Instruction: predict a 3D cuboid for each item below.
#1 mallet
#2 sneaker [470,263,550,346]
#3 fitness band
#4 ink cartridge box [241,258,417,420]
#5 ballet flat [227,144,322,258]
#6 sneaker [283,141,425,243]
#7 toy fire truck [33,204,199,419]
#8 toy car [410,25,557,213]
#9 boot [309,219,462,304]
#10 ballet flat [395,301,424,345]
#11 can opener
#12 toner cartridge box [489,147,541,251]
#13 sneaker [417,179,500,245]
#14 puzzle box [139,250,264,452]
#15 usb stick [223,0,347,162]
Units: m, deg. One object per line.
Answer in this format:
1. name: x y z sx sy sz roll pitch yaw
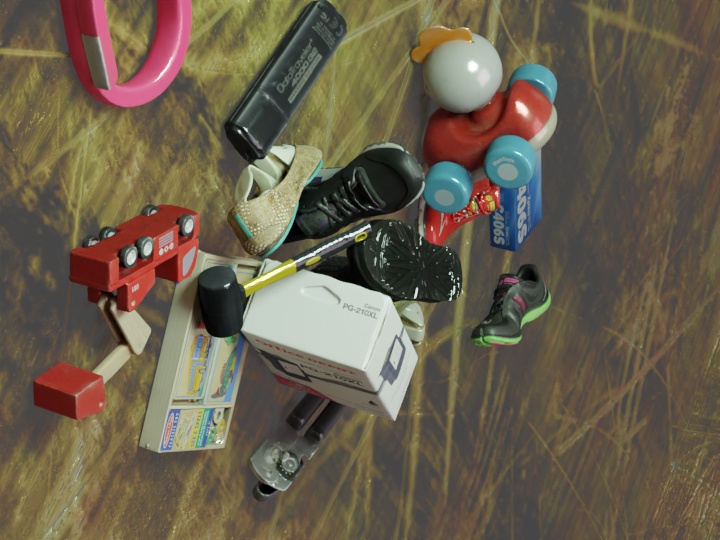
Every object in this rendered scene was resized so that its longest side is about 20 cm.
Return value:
1. mallet: -0.074 -0.009 1.566 0.199 0.041 0.066 -33 134 -20
2. sneaker: 0.209 0.051 2.311 0.200 0.076 0.084 -43 123 -54
3. fitness band: -0.195 -0.232 1.344 0.144 0.037 0.201 -51 147 -46
4. ink cartridge box: -0.030 0.076 1.684 0.200 0.144 0.085 64 45 -68
5. ballet flat: -0.086 -0.088 1.596 0.065 0.070 0.200 48 26 -17
6. sneaker: -0.018 -0.065 1.625 0.076 0.199 0.088 55 51 -15
7. toy fire truck: -0.213 0.033 1.430 0.200 0.048 0.142 -35 134 -55
8. toy car: 0.120 -0.211 1.920 0.200 0.176 0.185 51 38 -25
9. boot: 0.000 0.003 1.738 0.211 0.157 0.080 25 66 -57
10. ballet flat: 0.041 0.078 1.963 0.200 0.070 0.071 -35 134 -55
11. can opener: -0.067 0.185 1.835 0.200 0.053 0.067 -50 177 -44
12. toner cartridge box: 0.216 -0.136 2.238 0.095 0.043 0.201 -51 145 -44
13. sneaker: 0.135 -0.092 2.043 0.200 0.084 0.077 -51 145 -41
14. puzzle box: -0.155 0.081 1.603 0.133 0.025 0.202 8 96 -64
15. usb stick: -0.073 -0.193 1.609 0.055 0.032 0.201 47 56 -25
